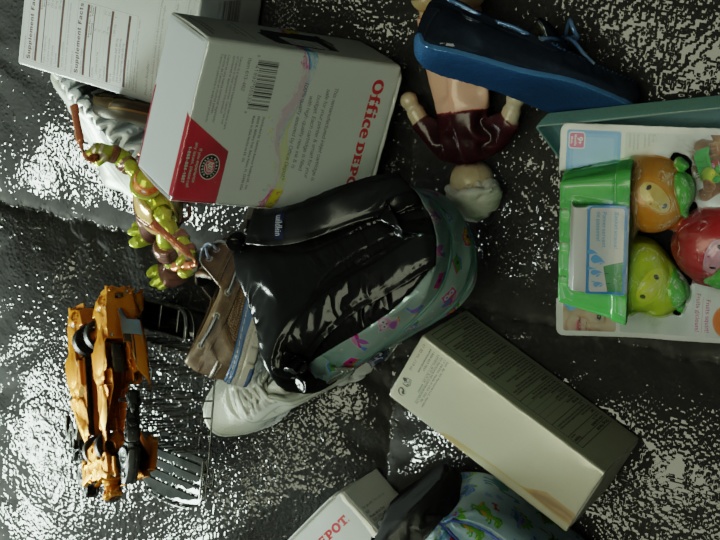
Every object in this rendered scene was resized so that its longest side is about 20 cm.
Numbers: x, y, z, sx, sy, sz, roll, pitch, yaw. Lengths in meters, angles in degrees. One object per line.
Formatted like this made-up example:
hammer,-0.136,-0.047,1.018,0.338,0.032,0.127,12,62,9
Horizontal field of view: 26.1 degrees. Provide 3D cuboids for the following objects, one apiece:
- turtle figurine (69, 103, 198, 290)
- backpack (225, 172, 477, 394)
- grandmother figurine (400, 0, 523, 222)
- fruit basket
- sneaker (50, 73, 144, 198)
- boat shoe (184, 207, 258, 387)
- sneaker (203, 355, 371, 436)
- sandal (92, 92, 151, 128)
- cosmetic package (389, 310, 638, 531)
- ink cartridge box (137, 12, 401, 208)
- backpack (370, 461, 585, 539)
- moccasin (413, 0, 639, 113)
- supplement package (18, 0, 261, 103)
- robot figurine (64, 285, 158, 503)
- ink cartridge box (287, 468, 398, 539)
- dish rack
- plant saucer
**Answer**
turtle figurine,-0.196,-0.061,1.441,0.200,0.064,0.162,48,161,19
backpack,0.000,0.000,1.349,0.199,0.126,0.168,-30,72,24
grandmother figurine,0.093,-0.142,1.373,0.120,0.060,0.202,4,106,43
fruit basket,0.260,-0.026,1.286,0.198,0.094,0.187,6,109,19
sneaker,-0.245,-0.127,1.542,0.200,0.075,0.081,48,126,11
boat shoe,-0.118,0.004,1.452,0.072,0.072,0.202,14,69,-12
sneaker,-0.083,0.107,1.490,0.199,0.081,0.076,-30,88,30
sandal,-0.160,-0.114,1.445,0.081,0.198,0.055,17,90,59
cosmetic package,0.136,0.130,1.377,0.199,0.105,0.072,37,116,17
ink cartridge box,-0.080,-0.135,1.376,0.083,0.198,0.147,39,119,51
backpack,0.123,0.265,1.386,0.153,0.163,0.201,-38,89,13
moccasin,0.145,-0.183,1.297,0.198,0.080,0.069,18,72,-14
supplement package,-0.210,-0.231,1.475,0.198,0.114,0.111,18,109,23
robot figurine,-0.241,0.123,1.506,0.145,0.058,0.202,-24,69,54
ink cartridge box,0.019,0.314,1.484,0.200,0.084,0.146,49,117,10
dish rack,-0.193,0.129,1.531,0.153,0.054,0.203,9,95,56
plant saucer,0.250,-0.120,1.294,0.198,0.070,0.019,-4,65,27
